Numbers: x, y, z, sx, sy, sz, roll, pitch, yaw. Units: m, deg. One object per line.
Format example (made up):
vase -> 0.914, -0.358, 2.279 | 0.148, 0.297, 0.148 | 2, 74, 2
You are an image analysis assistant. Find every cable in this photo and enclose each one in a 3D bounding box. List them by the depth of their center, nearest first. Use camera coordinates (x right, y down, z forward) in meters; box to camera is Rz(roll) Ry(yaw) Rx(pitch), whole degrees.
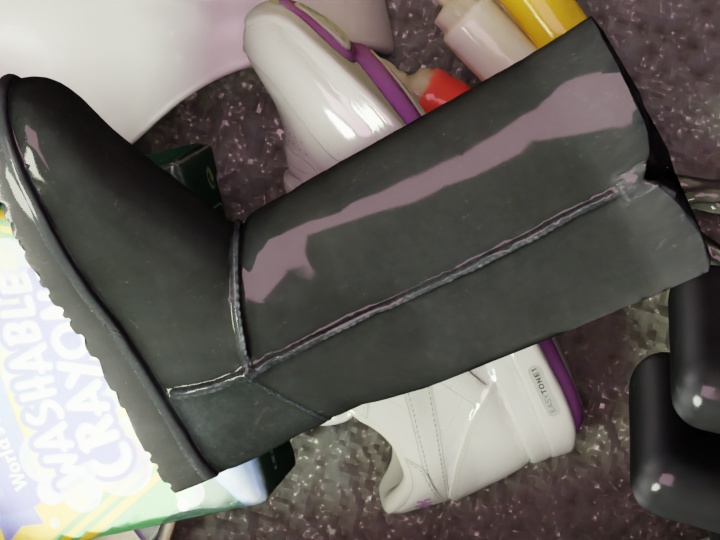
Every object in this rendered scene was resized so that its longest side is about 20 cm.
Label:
cable -> 0.090, -0.035, 1.080 | 0.200, 0.050, 0.097 | 39, 96, 7

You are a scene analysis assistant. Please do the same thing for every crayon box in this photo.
crayon box -> -0.137, 0.039, 1.077 | 0.200, 0.052, 0.126 | -13, 98, 14

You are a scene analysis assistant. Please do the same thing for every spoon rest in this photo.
spoon rest -> -0.090, -0.079, 1.098 | 0.200, 0.061, 0.100 | -14, 91, 6

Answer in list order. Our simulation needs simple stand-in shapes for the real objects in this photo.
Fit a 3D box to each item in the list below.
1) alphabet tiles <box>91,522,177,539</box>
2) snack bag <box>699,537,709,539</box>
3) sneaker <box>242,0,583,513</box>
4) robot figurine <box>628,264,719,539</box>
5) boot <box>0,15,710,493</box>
alphabet tiles -> -0.141, 0.051, 1.110 | 0.167, 0.008, 0.200 | 21, 105, 6
snack bag -> 0.113, 0.190, 1.023 | 0.021, 0.200, 0.189 | -12, 88, 50
sneaker -> 0.000, 0.000, 1.055 | 0.099, 0.075, 0.200 | -29, 105, 2
robot figurine -> 0.192, 0.063, 0.993 | 0.200, 0.150, 0.125 | 15, 77, -7
boot -> -0.004, -0.030, 0.975 | 0.200, 0.066, 0.165 | -23, 119, 13
